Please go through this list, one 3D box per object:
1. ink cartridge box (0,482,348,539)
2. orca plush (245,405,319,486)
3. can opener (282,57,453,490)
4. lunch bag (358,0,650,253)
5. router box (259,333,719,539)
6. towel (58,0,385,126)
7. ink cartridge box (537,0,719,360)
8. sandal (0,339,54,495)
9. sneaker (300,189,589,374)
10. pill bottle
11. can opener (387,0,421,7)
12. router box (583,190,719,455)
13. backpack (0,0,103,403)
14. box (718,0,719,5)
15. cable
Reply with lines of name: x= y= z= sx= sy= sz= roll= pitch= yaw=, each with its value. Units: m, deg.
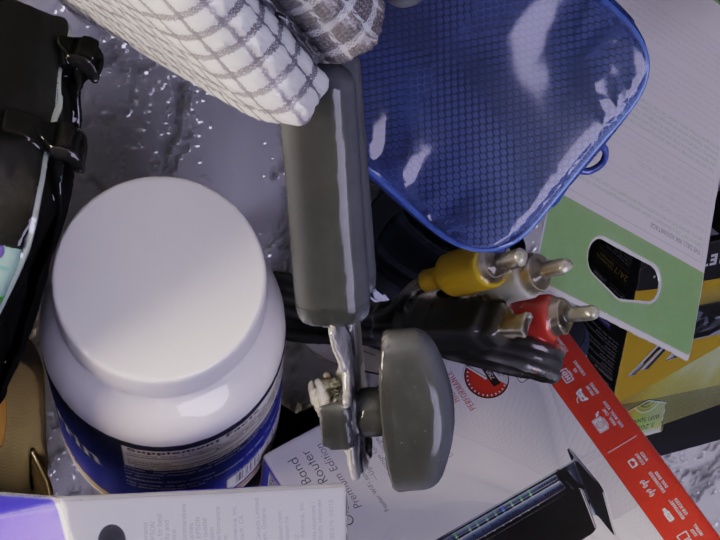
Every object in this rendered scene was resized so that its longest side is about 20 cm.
ink cartridge box: x=-0.140 y=0.127 z=0.939 sx=0.199 sy=0.197 sz=0.044 roll=5 pitch=76 yaw=-39
orca plush: x=-0.068 y=0.104 z=1.151 sx=0.199 sy=0.072 sz=0.105 roll=-22 pitch=175 yaw=-15
can opener: x=0.000 y=0.000 z=0.911 sx=0.066 sy=0.053 sz=0.202 roll=-6 pitch=112 yaw=6
lunch bag: x=0.041 y=-0.108 z=0.978 sx=0.200 sy=0.132 sz=0.136 roll=41 pitch=99 yaw=-10
router box: x=0.075 y=0.141 z=1.040 sx=0.178 sy=0.201 sz=0.049 roll=-27 pitch=156 yaw=-20
towel: x=-0.096 y=-0.154 z=0.839 sx=0.086 sy=0.200 sz=0.166 roll=-52 pitch=128 yaw=-6
ink cartridge box: x=0.139 y=-0.069 z=1.099 sx=0.145 sy=0.048 sz=0.202 roll=24 pitch=75 yaw=-43
sandal: x=-0.185 y=0.123 z=1.071 sx=0.080 sy=0.054 sz=0.202 roll=-15 pitch=127 yaw=-25
sneaker: x=0.078 y=-0.001 z=1.128 sx=0.201 sy=0.077 sz=0.146 roll=10 pitch=131 yaw=-37
pill bottle: x=-0.092 y=0.038 z=0.979 sx=0.115 sy=0.116 sz=0.200 roll=-29 pitch=163 yaw=-14
can opener: x=-0.027 y=-0.192 z=0.881 sx=0.052 sy=0.200 sz=0.067 roll=-28 pitch=164 yaw=-46
router box: x=0.226 y=0.029 z=1.286 sx=0.198 sy=0.052 sz=0.158 roll=-12 pitch=126 yaw=-27
backpack: x=-0.203 y=-0.007 z=0.888 sx=0.149 sy=0.178 sz=0.201 roll=11 pitch=124 yaw=-11
box: x=0.230 y=-0.208 z=1.001 sx=0.127 sy=0.109 sz=0.202 roll=-16 pitch=86 yaw=-43
cable: x=0.029 y=0.018 z=1.045 sx=0.097 sy=0.199 sz=0.051 roll=39 pitch=64 yaw=-41
